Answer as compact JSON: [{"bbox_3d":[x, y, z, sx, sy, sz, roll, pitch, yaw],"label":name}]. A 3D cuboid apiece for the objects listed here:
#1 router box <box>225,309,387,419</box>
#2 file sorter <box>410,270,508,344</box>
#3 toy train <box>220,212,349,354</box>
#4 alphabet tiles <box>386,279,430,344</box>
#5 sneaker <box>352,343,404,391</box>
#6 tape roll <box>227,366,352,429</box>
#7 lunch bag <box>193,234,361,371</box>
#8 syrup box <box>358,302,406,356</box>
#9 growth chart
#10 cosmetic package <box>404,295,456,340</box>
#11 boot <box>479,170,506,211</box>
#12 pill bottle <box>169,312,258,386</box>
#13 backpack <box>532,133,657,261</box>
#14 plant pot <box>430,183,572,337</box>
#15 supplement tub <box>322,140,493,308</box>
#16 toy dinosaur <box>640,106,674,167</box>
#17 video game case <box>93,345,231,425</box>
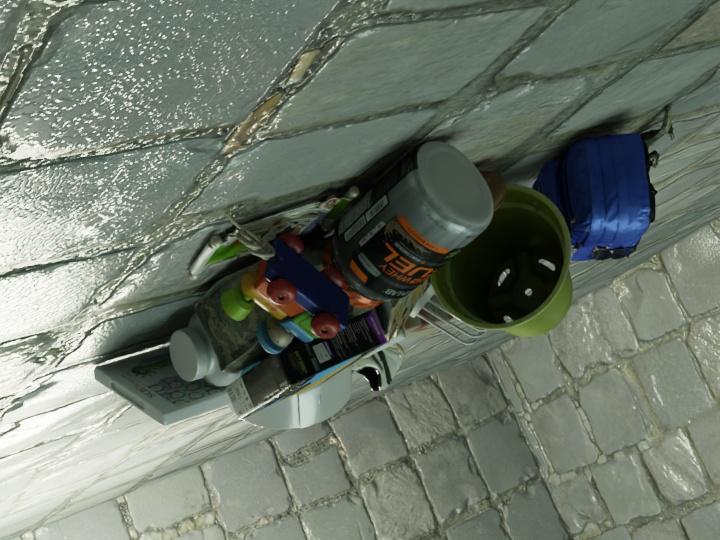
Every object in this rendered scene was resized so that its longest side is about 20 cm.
[{"bbox_3d":[-0.073,0.123,1.491,0.148,0.052,0.200,-22,172,-30],"label":"router box"},{"bbox_3d":[0.175,0.019,1.832,0.140,0.123,0.200,-60,179,-18],"label":"file sorter"},{"bbox_3d":[-0.115,0.015,1.303,0.115,0.085,0.199,-30,126,31],"label":"toy train"},{"bbox_3d":[0.086,0.003,1.658,0.201,0.006,0.167,-58,167,-30],"label":"alphabet tiles"},{"bbox_3d":[-0.020,0.119,1.857,0.075,0.199,0.089,-27,-146,59],"label":"sneaker"},{"bbox_3d":[-0.110,0.152,1.761,0.200,0.202,0.072,-19,125,-28],"label":"tape roll"},{"bbox_3d":[-0.085,0.031,1.473,0.163,0.119,0.200,-16,164,-44],"label":"lunch bag"},{"bbox_3d":[0.000,0.075,1.701,0.081,0.080,0.200,-26,169,10],"label":"syrup box"},{"bbox_3d":[-0.104,-0.042,1.352,0.197,0.018,0.145,-21,169,-18],"label":"growth chart"},{"bbox_3d":[0.081,0.063,2.042,0.087,0.105,0.199,-30,170,31],"label":"cosmetic package"},{"bbox_3d":[0.109,-0.092,1.468,0.197,0.074,0.076,-18,158,-24],"label":"boot"},{"bbox_3d":[-0.164,0.094,1.611,0.198,0.112,0.111,-16,166,-41],"label":"pill bottle"},{"bbox_3d":[0.336,-0.100,1.670,0.165,0.165,0.200,-8,169,-4],"label":"backpack"},{"bbox_3d":[0.217,0.007,1.627,0.198,0.203,0.184,-27,154,13],"label":"plant pot"},{"bbox_3d":[0.049,-0.047,1.347,0.122,0.124,0.200,-13,158,-47],"label":"supplement tub"},{"bbox_3d":[0.436,-0.191,1.785,0.087,0.048,0.200,-9,159,-34],"label":"toy dinosaur"},{"bbox_3d":[-0.245,0.150,1.643,0.198,0.024,0.181,-15,-153,-41],"label":"video game case"}]
